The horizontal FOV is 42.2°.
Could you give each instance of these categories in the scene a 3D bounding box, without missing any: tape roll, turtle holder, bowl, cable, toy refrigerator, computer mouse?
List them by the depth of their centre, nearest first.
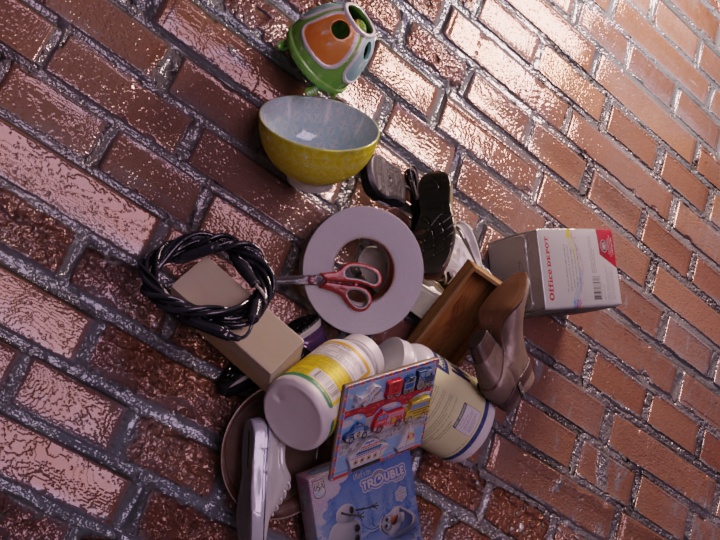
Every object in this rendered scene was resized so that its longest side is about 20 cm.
[{"bbox_3d":[-0.221,0.008,1.331,0.197,0.051,0.165,20,56,2],"label":"cable"},{"bbox_3d":[-0.182,0.080,1.366,0.199,0.070,0.076,39,58,13],"label":"toy refrigerator"},{"bbox_3d":[-0.072,-0.191,1.501,0.197,0.200,0.109,-12,129,-34],"label":"bowl"},{"bbox_3d":[0.000,0.000,1.506,0.196,0.066,0.205,0,91,-11],"label":"tape roll"},{"bbox_3d":[-0.035,-0.368,1.543,0.184,0.131,0.143,10,50,-54],"label":"turtle holder"},{"bbox_3d":[0.050,-0.116,1.590,0.199,0.045,0.143,3,77,-62],"label":"computer mouse"}]

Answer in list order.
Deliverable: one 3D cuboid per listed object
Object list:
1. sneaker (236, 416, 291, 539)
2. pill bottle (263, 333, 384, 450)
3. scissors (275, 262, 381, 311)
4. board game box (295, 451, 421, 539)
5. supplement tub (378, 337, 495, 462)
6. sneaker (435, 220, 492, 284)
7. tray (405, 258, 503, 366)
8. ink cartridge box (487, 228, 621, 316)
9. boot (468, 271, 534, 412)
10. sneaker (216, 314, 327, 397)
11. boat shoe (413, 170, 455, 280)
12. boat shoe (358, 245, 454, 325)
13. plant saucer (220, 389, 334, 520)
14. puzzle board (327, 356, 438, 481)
[{"bbox_3d":[-0.134,0.316,1.350,0.070,0.073,0.204,7,86,-26],"label":"sneaker"},{"bbox_3d":[-0.046,0.171,1.383,0.199,0.112,0.114,-35,100,-53],"label":"pill bottle"},{"bbox_3d":[-0.064,0.009,1.456,0.196,0.014,0.075,15,90,-9],"label":"scissors"},{"bbox_3d":[0.003,0.387,1.465,0.197,0.043,0.203,-15,100,-35],"label":"board game box"},{"bbox_3d":[0.107,0.210,1.529,0.198,0.144,0.147,32,65,-24],"label":"supplement tub"},{"bbox_3d":[0.174,0.023,1.665,0.114,0.076,0.203,-22,85,-25],"label":"sneaker"},{"bbox_3d":[0.162,0.089,1.586,0.098,0.037,0.201,31,103,-23],"label":"tray"},{"bbox_3d":[0.357,0.007,1.732,0.197,0.144,0.148,0,81,-33],"label":"ink cartridge box"},{"bbox_3d":[0.247,0.123,1.532,0.201,0.070,0.147,-50,121,-27],"label":"boot"},{"bbox_3d":[-0.124,0.154,1.436,0.198,0.075,0.089,-32,110,-28],"label":"sneaker"},{"bbox_3d":[0.134,-0.072,1.606,0.074,0.074,0.203,64,30,-57],"label":"boat shoe"},{"bbox_3d":[0.074,0.020,1.597,0.200,0.060,0.072,35,105,-18],"label":"boat shoe"},{"bbox_3d":[-0.127,0.273,1.417,0.197,0.034,0.205,0,89,-33],"label":"plant saucer"},{"bbox_3d":[0.038,0.217,1.372,0.198,0.017,0.154,-10,116,-44],"label":"puzzle board"}]
